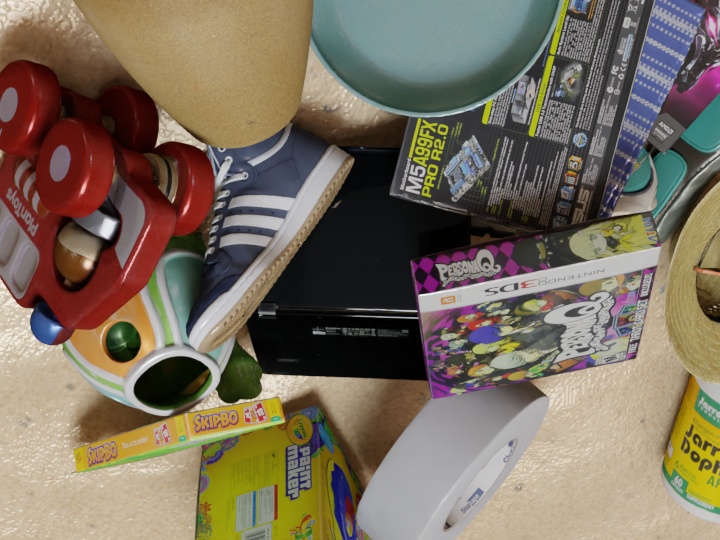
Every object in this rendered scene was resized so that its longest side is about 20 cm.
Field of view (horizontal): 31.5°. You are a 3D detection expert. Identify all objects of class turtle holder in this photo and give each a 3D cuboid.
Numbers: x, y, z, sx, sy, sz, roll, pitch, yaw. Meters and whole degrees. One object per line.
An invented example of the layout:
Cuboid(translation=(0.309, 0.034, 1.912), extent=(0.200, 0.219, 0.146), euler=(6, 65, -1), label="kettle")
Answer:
Cuboid(translation=(-0.163, 0.053, 1.016), extent=(0.140, 0.132, 0.187), euler=(-25, 142, -10), label="turtle holder")

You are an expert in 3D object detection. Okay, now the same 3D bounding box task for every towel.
Cuboid(translation=(0.164, -0.143, 0.997), extent=(0.143, 0.024, 0.202), euler=(26, 95, 0), label="towel")

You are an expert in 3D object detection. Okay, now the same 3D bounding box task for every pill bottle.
Cuboid(translation=(0.374, 0.141, 1.259), extent=(0.111, 0.113, 0.202), euler=(-1, 122, -17), label="pill bottle")

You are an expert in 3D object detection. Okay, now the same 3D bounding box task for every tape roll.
Cuboid(translation=(0.084, 0.173, 1.149), extent=(0.200, 0.066, 0.201), euler=(-45, 160, -21), label="tape roll")

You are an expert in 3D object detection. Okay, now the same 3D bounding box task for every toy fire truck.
Cuboid(translation=(-0.206, -0.042, 0.915), extent=(0.111, 0.200, 0.169), euler=(8, 118, -46), label="toy fire truck")

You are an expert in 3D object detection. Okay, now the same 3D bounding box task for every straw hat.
Cuboid(translation=(0.326, -0.005, 1.160), extent=(0.199, 0.085, 0.204), euler=(-8, 108, -26), label="straw hat")

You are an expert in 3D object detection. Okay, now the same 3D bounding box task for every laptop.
Cuboid(translation=(0.000, 0.000, 1.079), extent=(0.184, 0.117, 0.201), euler=(2, 152, 4), label="laptop")

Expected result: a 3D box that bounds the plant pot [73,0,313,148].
Cuboid(translation=(-0.107, -0.188, 0.876), extent=(0.184, 0.188, 0.201), euler=(-20, 140, -4), label="plant pot")

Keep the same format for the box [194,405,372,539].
Cuboid(translation=(-0.055, 0.270, 1.141), extent=(0.120, 0.201, 0.194), euler=(-18, 127, 10), label="box")

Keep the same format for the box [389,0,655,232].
Cuboid(translation=(0.121, -0.134, 0.966), extent=(0.158, 0.044, 0.203), euler=(14, 94, 3), label="box")

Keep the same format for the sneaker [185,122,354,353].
Cuboid(translation=(-0.099, -0.039, 0.966), extent=(0.108, 0.201, 0.070), euler=(34, 154, 2), label="sneaker")

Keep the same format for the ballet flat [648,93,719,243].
Cuboid(translation=(0.291, -0.103, 1.118), extent=(0.063, 0.067, 0.201), euler=(8, 124, -54), label="ballet flat")

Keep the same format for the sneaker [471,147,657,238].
Cuboid(translation=(0.153, -0.071, 1.091), extent=(0.197, 0.078, 0.081), euler=(-10, 91, -3), label="sneaker")

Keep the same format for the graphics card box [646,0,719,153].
Cuboid(translation=(0.268, -0.209, 1.040), extent=(0.125, 0.051, 0.200), euler=(32, 109, -30), label="graphics card box")

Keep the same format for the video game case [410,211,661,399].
Cuboid(translation=(0.133, 0.032, 0.989), extent=(0.179, 0.036, 0.201), euler=(-11, 152, 0), label="video game case")

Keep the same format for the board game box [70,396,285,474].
Cuboid(translation=(-0.159, 0.140, 1.066), extent=(0.095, 0.030, 0.199), euler=(-5, 166, -43), label="board game box")

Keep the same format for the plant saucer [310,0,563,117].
Cuboid(translation=(0.051, -0.212, 0.927), extent=(0.197, 0.036, 0.203), euler=(0, 92, 12), label="plant saucer")
